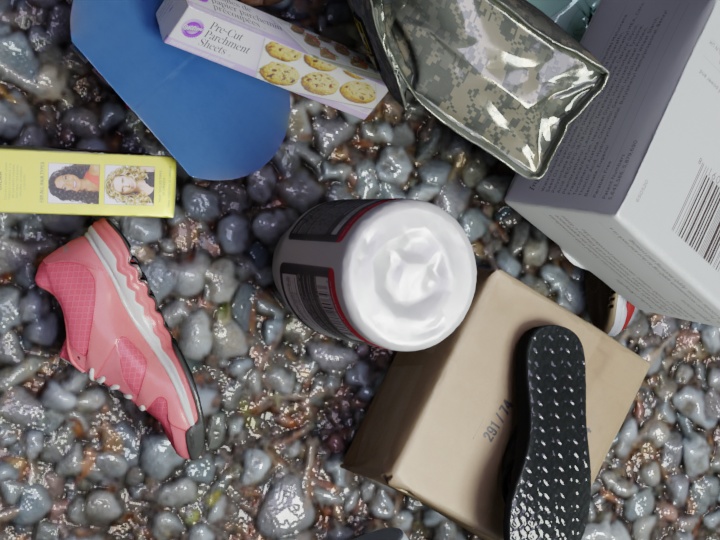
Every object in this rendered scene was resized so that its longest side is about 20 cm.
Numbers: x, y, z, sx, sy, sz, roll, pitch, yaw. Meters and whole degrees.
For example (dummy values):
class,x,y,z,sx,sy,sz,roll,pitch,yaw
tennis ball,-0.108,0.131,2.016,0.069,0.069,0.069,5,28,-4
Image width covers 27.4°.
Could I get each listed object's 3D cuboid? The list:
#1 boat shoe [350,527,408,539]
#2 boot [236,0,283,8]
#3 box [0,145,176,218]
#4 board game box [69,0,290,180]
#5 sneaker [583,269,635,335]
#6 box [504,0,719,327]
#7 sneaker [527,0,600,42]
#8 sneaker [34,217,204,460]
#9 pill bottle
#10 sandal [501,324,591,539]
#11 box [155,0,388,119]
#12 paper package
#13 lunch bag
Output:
class,x,y,z,sx,sy,sz,roll,pitch,yaw
boat shoe,-0.026,0.303,1.219,0.200,0.071,0.091,-36,106,-11
boot,-0.037,-0.319,1.194,0.199,0.064,0.188,-21,108,-20
box,-0.243,-0.068,1.110,0.198,0.075,0.051,0,95,-24
board game box,-0.145,-0.156,1.154,0.200,0.039,0.158,49,44,-11
sneaker,0.266,-0.038,1.325,0.112,0.071,0.202,7,87,-19
box,0.254,-0.087,1.188,0.198,0.130,0.201,35,77,-36
sneaker,0.194,-0.213,1.286,0.199,0.074,0.119,-23,94,-11
sneaker,-0.187,0.064,1.150,0.086,0.074,0.201,-26,98,-6
pill bottle,0.000,0.000,1.145,0.110,0.200,0.112,-1,93,-22
sandal,0.147,0.146,1.191,0.075,0.048,0.202,13,75,-23
box,-0.066,-0.173,1.168,0.199,0.039,0.041,18,127,-36
paper package,0.116,0.122,1.251,0.190,0.103,0.201,31,80,-22
lunch bag,0.070,-0.177,1.141,0.199,0.164,0.118,31,102,-17
